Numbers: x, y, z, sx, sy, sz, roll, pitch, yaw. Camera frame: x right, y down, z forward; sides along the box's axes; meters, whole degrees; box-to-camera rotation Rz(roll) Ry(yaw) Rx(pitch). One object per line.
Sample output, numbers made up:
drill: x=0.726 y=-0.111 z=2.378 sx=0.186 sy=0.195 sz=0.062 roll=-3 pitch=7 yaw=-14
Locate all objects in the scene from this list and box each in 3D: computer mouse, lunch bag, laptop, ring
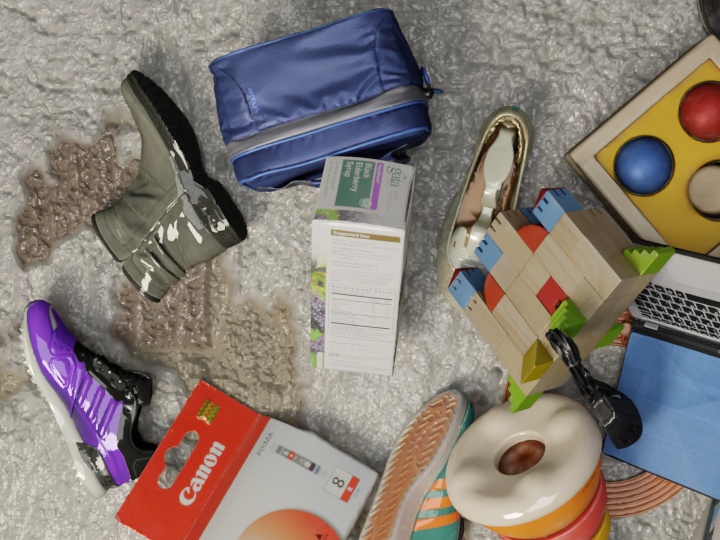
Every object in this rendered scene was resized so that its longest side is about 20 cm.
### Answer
computer mouse: x=0.198 y=0.095 z=0.973 sx=0.034 sy=0.200 sz=0.059 roll=-32 pitch=54 yaw=8
lunch bag: x=-0.024 y=-0.143 z=1.051 sx=0.199 sy=0.136 sz=0.133 roll=-15 pitch=91 yaw=7
laptop: x=0.272 y=0.086 z=0.983 sx=0.116 sy=0.187 sz=0.200 roll=-52 pitch=131 yaw=-18
ring: x=0.233 y=0.136 z=1.102 sx=0.199 sy=0.019 sz=0.202 roll=0 pitch=93 yaw=7

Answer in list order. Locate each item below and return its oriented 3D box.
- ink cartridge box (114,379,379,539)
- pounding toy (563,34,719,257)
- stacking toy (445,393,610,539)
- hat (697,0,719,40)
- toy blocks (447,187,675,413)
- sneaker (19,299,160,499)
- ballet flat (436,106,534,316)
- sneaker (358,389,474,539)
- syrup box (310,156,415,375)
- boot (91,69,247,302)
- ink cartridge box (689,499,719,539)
ink cartridge box: x=-0.105 y=0.212 z=1.100 sx=0.199 sy=0.050 sz=0.163 roll=31 pitch=70 yaw=1
pounding toy: x=0.313 y=-0.085 z=1.014 sx=0.184 sy=0.142 sz=0.200 roll=-40 pitch=89 yaw=8
stacking toy: x=0.177 y=0.225 z=1.060 sx=0.146 sy=0.146 sz=0.200 roll=-27 pitch=119 yaw=8
hat: x=0.400 y=-0.259 z=1.023 sx=0.200 sy=0.081 sz=0.202 roll=0 pitch=93 yaw=6
toy blocks: x=0.157 y=0.005 z=1.006 sx=0.137 sy=0.100 sz=0.200 roll=55 pitch=134 yaw=27
sneaker: x=-0.253 y=0.111 z=1.135 sx=0.099 sy=0.070 sz=0.201 roll=-23 pitch=95 yaw=1
ballet flat: x=0.111 y=-0.055 z=1.080 sx=0.067 sy=0.062 sz=0.201 roll=13 pitch=96 yaw=6
sneaker: x=0.066 y=0.213 z=1.107 sx=0.080 sy=0.071 sz=0.201 roll=29 pitch=84 yaw=-31
syrup box: x=0.000 y=0.000 z=1.030 sx=0.081 sy=0.079 sz=0.200 roll=6 pitch=139 yaw=4
boot: x=-0.209 y=-0.078 z=1.116 sx=0.130 sy=0.068 sz=0.201 roll=-30 pitch=89 yaw=13
ink cartridge box: x=0.345 y=0.216 z=1.015 sx=0.045 sy=0.176 sz=0.201 roll=24 pitch=96 yaw=3
